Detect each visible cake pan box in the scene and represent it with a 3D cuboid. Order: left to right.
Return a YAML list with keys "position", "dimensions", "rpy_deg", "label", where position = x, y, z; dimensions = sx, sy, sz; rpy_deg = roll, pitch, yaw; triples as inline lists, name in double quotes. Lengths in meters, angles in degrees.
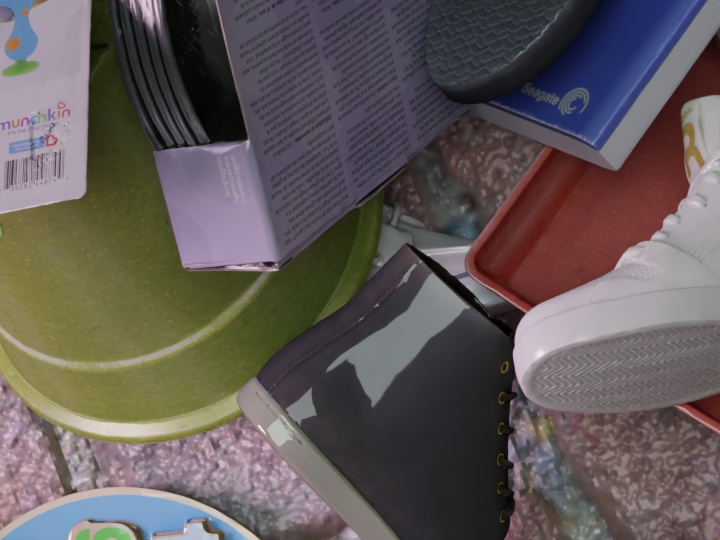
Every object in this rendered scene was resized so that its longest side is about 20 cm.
- position: [-0.030, -0.116, 1.193]
  dimensions: [0.052, 0.200, 0.185]
  rpy_deg: [-5, 110, 29]
  label: "cake pan box"

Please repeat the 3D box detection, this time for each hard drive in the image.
- position: [0.124, -0.144, 1.288]
  dimensions: [0.200, 0.025, 0.132]
  rpy_deg: [-54, 36, -7]
  label: "hard drive"

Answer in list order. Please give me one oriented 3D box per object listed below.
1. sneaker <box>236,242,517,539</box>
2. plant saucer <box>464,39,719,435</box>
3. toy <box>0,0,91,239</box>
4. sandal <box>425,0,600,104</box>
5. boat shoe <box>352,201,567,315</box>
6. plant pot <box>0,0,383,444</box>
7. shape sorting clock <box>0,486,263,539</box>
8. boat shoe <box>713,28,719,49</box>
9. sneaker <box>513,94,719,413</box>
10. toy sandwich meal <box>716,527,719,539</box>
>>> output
- position: [0.050, 0.086, 1.272]
  dimensions: [0.106, 0.075, 0.200]
  rpy_deg: [-43, 117, 3]
  label: "sneaker"
- position: [0.175, -0.013, 1.284]
  dimensions: [0.199, 0.037, 0.200]
  rpy_deg: [32, 65, 10]
  label: "plant saucer"
- position: [-0.147, -0.092, 1.144]
  dimensions: [0.115, 0.047, 0.201]
  rpy_deg: [-11, 54, 17]
  label: "toy"
- position: [0.093, -0.143, 1.271]
  dimensions: [0.076, 0.043, 0.201]
  rpy_deg: [2, 49, 39]
  label: "sandal"
- position: [0.000, 0.000, 1.325]
  dimensions: [0.199, 0.074, 0.066]
  rpy_deg: [-12, 87, 7]
  label: "boat shoe"
- position: [-0.115, -0.055, 1.254]
  dimensions: [0.199, 0.190, 0.201]
  rpy_deg: [-10, 61, 18]
  label: "plant pot"
- position: [-0.107, 0.198, 1.341]
  dimensions: [0.199, 0.039, 0.201]
  rpy_deg: [-1, 85, 9]
  label: "shape sorting clock"
- position: [0.235, -0.163, 1.292]
  dimensions: [0.201, 0.066, 0.072]
  rpy_deg: [-39, 77, -8]
  label: "boat shoe"
- position: [0.138, -0.014, 1.225]
  dimensions: [0.199, 0.074, 0.116]
  rpy_deg: [-11, 62, -22]
  label: "sneaker"
- position: [0.203, 0.179, 1.217]
  dimensions: [0.070, 0.205, 0.206]
  rpy_deg: [-20, 82, -10]
  label: "toy sandwich meal"
